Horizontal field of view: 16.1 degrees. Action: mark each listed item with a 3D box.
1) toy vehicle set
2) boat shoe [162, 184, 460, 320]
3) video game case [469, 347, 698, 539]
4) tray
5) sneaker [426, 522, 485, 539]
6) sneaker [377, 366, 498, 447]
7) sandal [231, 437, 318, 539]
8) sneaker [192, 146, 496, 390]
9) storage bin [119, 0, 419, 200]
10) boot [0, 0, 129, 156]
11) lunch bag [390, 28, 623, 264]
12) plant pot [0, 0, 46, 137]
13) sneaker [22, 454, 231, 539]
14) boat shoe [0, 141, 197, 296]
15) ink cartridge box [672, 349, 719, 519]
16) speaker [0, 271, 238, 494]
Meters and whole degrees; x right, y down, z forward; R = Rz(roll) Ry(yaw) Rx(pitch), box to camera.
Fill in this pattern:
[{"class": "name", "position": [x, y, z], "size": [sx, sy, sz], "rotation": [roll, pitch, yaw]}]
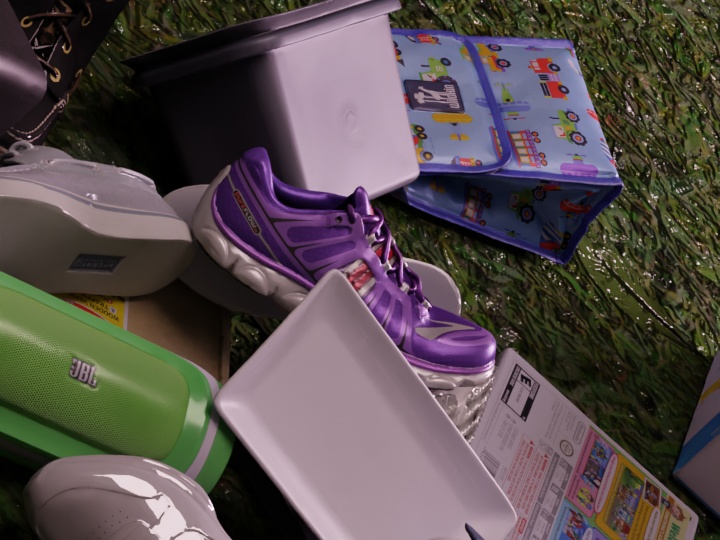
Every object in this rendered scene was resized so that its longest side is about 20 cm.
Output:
[{"class": "toy vehicle set", "position": [-0.163, 0.012, 1.472], "size": [0.199, 0.027, 0.125], "rotation": [31, 34, -24]}, {"class": "boat shoe", "position": [-0.038, 0.002, 1.550], "size": [0.199, 0.071, 0.064], "rotation": [21, -4, -14]}, {"class": "video game case", "position": [0.136, 0.161, 1.665], "size": [0.182, 0.022, 0.200], "rotation": [42, 30, -7]}, {"class": "tray", "position": [0.002, 0.106, 1.423], "size": [0.107, 0.022, 0.200], "rotation": [-47, 117, -23]}, {"class": "sneaker", "position": [0.096, 0.223, 1.391], "size": [0.200, 0.081, 0.146], "rotation": [43, 7, -7]}, {"class": "sneaker", "position": [0.011, 0.081, 1.549], "size": [0.099, 0.070, 0.200], "rotation": [24, 11, 14]}, {"class": "sandal", "position": [-0.015, 0.140, 1.482], "size": [0.200, 0.043, 0.076], "rotation": [51, 31, 9]}, {"class": "sneaker", "position": [0.000, 0.000, 1.474], "size": [0.199, 0.084, 0.081], "rotation": [32, 11, -11]}, {"class": "storage bin", "position": [-0.053, -0.097, 1.651], "size": [0.200, 0.145, 0.135], "rotation": [-24, 99, -58]}, {"class": "boot", "position": [-0.175, -0.154, 1.514], "size": [0.073, 0.151, 0.200], "rotation": [36, 22, -10]}, {"class": "lunch bag", "position": [0.071, -0.103, 1.855], "size": [0.199, 0.094, 0.151], "rotation": [9, 46, -28]}, {"class": "plant pot", "position": [-0.287, -0.123, 1.339], "size": [0.177, 0.199, 0.201], "rotation": [14, 41, -58]}, {"class": "sneaker", "position": [-0.090, 0.169, 1.313], "size": [0.200, 0.075, 0.100], "rotation": [37, 21, -10]}, {"class": "boat shoe", "position": [-0.177, -0.032, 1.423], "size": [0.200, 0.070, 0.072], "rotation": [10, 40, -52]}, {"class": "ink cartridge box", "position": [0.341, 0.107, 1.853], "size": [0.147, 0.145, 0.200], "rotation": [41, 30, -5]}, {"class": "speaker", "position": [-0.166, 0.060, 1.356], "size": [0.199, 0.088, 0.089], "rotation": [27, 35, -28]}]
